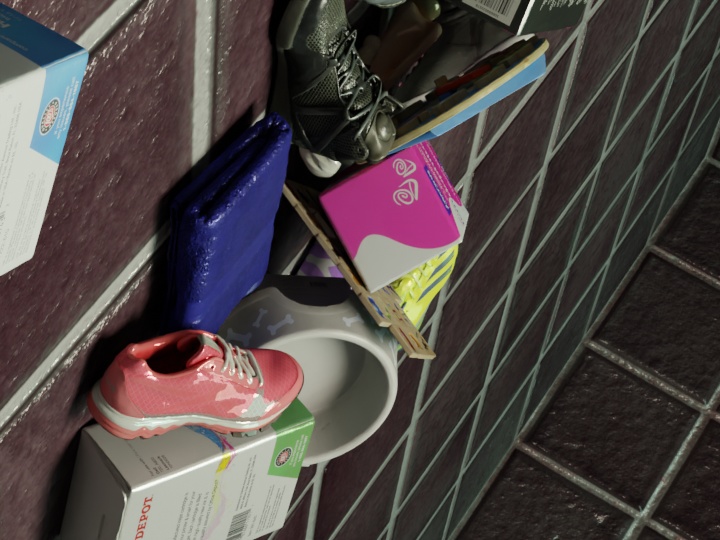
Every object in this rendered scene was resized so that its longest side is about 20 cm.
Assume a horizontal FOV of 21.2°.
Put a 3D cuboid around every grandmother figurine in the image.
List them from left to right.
[{"bbox_3d":[0.007,-0.168,1.741,0.201,0.060,0.122,-57,157,-25],"label":"grandmother figurine"}]

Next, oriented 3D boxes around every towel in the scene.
[{"bbox_3d":[-0.118,-0.025,1.607,0.148,0.049,0.201,-53,166,-39],"label":"towel"}]

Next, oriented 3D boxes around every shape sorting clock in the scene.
[{"bbox_3d":[0.078,-0.152,1.686,0.199,0.040,0.200,-28,-174,3],"label":"shape sorting clock"}]

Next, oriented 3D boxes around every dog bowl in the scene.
[{"bbox_3d":[-0.056,0.102,1.782,0.059,0.198,0.201,-109,-150,-47],"label":"dog bowl"}]

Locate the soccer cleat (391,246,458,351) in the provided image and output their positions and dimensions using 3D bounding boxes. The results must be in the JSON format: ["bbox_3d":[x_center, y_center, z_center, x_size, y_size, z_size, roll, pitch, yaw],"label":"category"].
[{"bbox_3d":[0.059,0.015,2.268,0.083,0.064,0.202,-24,141,-57],"label":"soccer cleat"}]

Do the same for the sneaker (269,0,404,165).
[{"bbox_3d":[-0.013,-0.162,1.570,0.076,0.113,0.200,-52,162,-36],"label":"sneaker"}]

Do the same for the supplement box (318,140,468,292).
[{"bbox_3d":[0.034,-0.060,1.796,0.103,0.102,0.200,-28,-174,10],"label":"supplement box"}]

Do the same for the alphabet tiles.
[{"bbox_3d":[0.000,0.000,1.777,0.008,0.201,0.167,-37,168,9],"label":"alphabet tiles"}]

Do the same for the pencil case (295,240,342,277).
[{"bbox_3d":[-0.013,-0.007,1.946,0.201,0.084,0.085,-57,-171,-10],"label":"pencil case"}]

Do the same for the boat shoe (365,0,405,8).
[{"bbox_3d":[0.053,-0.308,1.598,0.201,0.072,0.062,-61,170,21],"label":"boat shoe"}]

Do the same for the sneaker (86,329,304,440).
[{"bbox_3d":[-0.123,0.088,1.584,0.198,0.074,0.087,-6,140,-35],"label":"sneaker"}]

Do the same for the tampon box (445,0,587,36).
[{"bbox_3d":[0.130,-0.300,1.716,0.127,0.149,0.200,-66,165,16],"label":"tampon box"}]

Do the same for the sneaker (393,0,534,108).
[{"bbox_3d":[0.078,-0.211,1.882,0.199,0.100,0.070,-33,160,29],"label":"sneaker"}]

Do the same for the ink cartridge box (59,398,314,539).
[{"bbox_3d":[-0.153,0.183,1.677,0.199,0.084,0.146,-18,141,-36],"label":"ink cartridge box"}]

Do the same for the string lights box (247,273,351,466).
[{"bbox_3d":[-0.078,0.098,1.854,0.059,0.102,0.201,-111,-150,-47],"label":"string lights box"}]

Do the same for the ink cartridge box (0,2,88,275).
[{"bbox_3d":[-0.246,-0.050,1.023,0.200,0.084,0.146,-39,155,-58],"label":"ink cartridge box"}]
